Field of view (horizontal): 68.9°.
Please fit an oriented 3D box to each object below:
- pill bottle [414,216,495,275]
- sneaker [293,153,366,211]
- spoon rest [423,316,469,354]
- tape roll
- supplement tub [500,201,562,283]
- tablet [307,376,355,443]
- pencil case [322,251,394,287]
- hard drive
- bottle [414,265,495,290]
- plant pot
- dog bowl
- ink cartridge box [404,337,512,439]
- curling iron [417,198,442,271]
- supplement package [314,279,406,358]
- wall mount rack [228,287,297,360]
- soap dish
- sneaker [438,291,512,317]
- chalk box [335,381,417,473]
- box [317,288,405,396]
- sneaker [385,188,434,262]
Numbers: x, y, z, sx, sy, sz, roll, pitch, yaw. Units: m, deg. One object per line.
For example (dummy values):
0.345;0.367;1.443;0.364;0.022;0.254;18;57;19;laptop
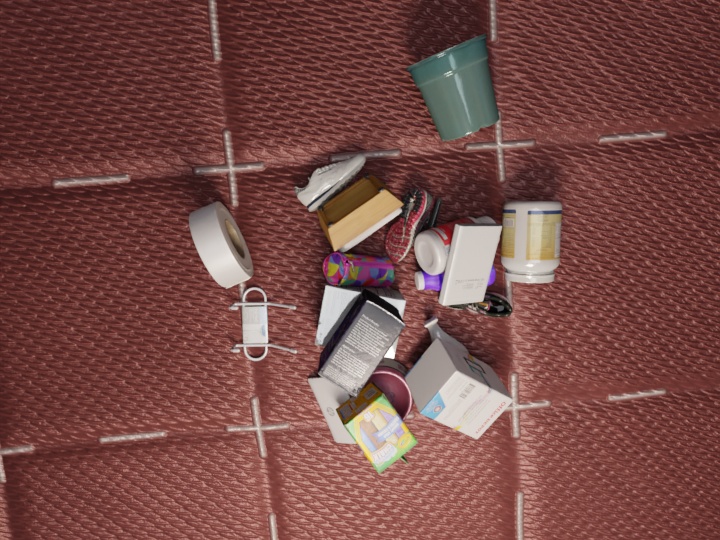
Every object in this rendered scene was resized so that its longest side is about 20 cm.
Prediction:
0.245;-0.070;1.320;0.200;0.112;0.113;-20;99;-22;pill bottle
-0.075;-0.237;1.327;0.200;0.076;0.081;-39;88;1;sneaker
0.226;0.203;1.411;0.099;0.061;0.200;-29;111;3;spoon rest
-0.334;-0.062;1.272;0.071;0.202;0.203;-23;98;0;tape roll
0.431;-0.075;1.331;0.144;0.144;0.201;0;98;-2;supplement tub
-0.062;0.372;1.396;0.130;0.014;0.200;-15;100;43;tablet
0.000;0.000;1.302;0.200;0.088;0.089;3;100;-48;pencil case
0.265;-0.016;1.270;0.132;0.027;0.200;-3;114;-30;hard drive
0.242;0.012;1.358;0.199;0.084;0.065;-8;125;-6;bottle
0.234;-0.429;1.261;0.200;0.200;0.196;-21;106;1;plant pot
0.053;0.337;1.406;0.200;0.074;0.201;0;97;-3;dog bowl
0.247;0.300;1.336;0.200;0.146;0.147;30;107;-24;ink cartridge box
0.188;-0.090;1.379;0.049;0.026;0.201;8;97;-10;curling iron
-0.003;0.116;1.335;0.199;0.151;0.152;11;97;-3;supplement package
-0.250;0.147;1.367;0.173;0.075;0.201;-1;98;-2;wall mount rack
-0.009;-0.147;1.295;0.200;0.157;0.081;-34;123;2;soap dish
0.307;0.077;1.375;0.199;0.086;0.081;8;96;-3;sneaker
0.049;0.404;1.306;0.124;0.124;0.200;-35;99;-9;chalk box
0.001;0.158;1.191;0.104;0.148;0.200;33;95;-6;box
0.132;-0.109;1.352;0.075;0.081;0.200;8;114;-47;sneaker
